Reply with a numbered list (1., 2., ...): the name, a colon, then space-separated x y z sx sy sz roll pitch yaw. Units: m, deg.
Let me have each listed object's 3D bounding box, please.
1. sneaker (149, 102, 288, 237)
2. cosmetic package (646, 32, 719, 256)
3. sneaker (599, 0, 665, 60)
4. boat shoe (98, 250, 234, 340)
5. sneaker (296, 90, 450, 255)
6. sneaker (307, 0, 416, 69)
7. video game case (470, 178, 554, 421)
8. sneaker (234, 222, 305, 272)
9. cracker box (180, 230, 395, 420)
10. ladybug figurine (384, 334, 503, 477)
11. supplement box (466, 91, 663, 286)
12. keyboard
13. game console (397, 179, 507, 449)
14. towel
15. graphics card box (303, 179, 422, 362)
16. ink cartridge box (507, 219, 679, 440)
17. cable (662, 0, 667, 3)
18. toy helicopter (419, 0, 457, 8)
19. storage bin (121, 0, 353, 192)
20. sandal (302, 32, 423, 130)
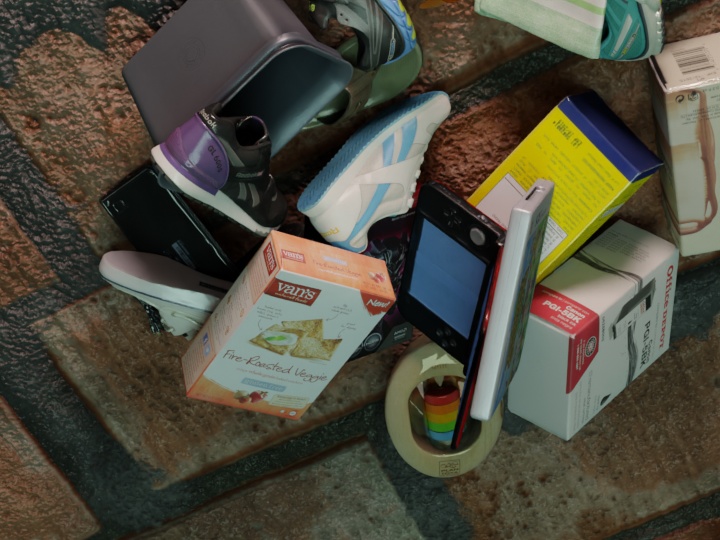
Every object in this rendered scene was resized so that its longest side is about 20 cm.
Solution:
1. sneaker: -0.105 -0.094 1.500 0.088 0.076 0.200 -44 155 10
2. cosmetic package: 0.352 -0.129 1.663 0.087 0.104 0.201 -12 122 3
3. sneaker: 0.239 -0.284 1.511 0.079 0.078 0.201 -8 122 10
4. boat shoe: -0.179 0.039 1.673 0.199 0.071 0.070 17 112 -5
5. sneaker: 0.025 -0.102 1.619 0.200 0.076 0.081 -47 110 -19
6. sneaker: -0.024 -0.275 1.529 0.083 0.071 0.200 -34 112 5
7. video game case: 0.146 0.024 1.531 0.022 0.182 0.201 13 104 11
8. sneaker: -0.103 0.036 1.749 0.199 0.060 0.104 -35 115 24
9. cracker box: -0.074 0.059 1.604 0.133 0.058 0.200 15 130 -30
10. ladybug figurine: 0.093 0.148 1.836 0.135 0.072 0.201 -6 123 -3
11. supplement box: 0.194 -0.074 1.654 0.109 0.109 0.200 48 113 9
12. keyboard: -0.203 -0.005 1.704 0.127 0.021 0.200 -32 103 21
13. game console: 0.081 0.044 1.611 0.119 0.172 0.201 -35 150 -35
14. towel: 0.172 -0.313 1.507 0.023 0.152 0.201 -27 134 -38
15. graphics card box: 0.000 0.000 1.713 0.125 0.051 0.201 -18 130 -30
16. ink cartridge box: 0.249 0.061 1.716 0.200 0.083 0.147 -36 138 -36
17. cable: 0.257 -0.347 1.537 0.200 0.051 0.163 37 114 -24
18. toy helicopter: 0.071 -0.297 1.461 0.078 0.200 0.133 -11 107 1
19. storage bin: -0.124 -0.186 1.551 0.200 0.135 0.145 -41 155 21
20. sandal: -0.026 -0.176 1.617 0.200 0.057 0.080 -26 122 11
